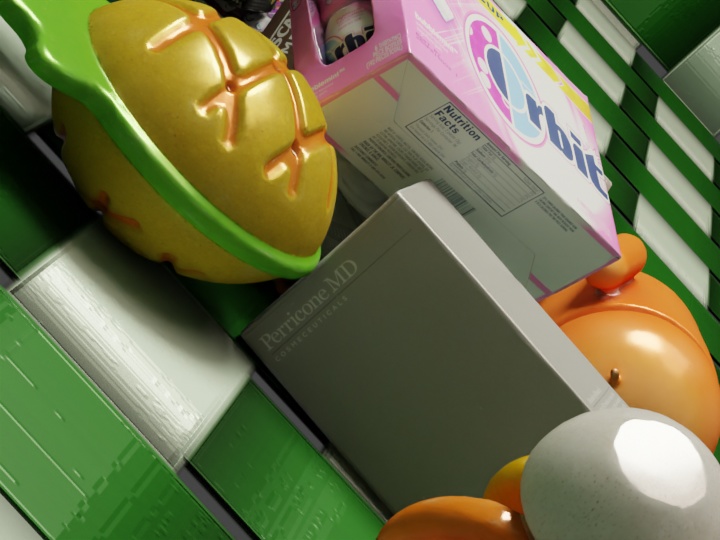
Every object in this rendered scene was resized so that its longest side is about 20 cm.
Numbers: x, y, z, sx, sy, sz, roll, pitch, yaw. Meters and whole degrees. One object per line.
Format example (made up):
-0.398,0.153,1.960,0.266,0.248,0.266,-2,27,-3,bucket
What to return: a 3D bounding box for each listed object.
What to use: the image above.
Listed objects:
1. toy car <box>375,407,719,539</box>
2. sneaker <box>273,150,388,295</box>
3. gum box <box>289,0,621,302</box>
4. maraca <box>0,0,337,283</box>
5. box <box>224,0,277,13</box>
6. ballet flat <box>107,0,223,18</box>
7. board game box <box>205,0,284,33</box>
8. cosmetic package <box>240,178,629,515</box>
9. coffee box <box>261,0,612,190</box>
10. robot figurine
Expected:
0.075,0.162,1.028,0.150,0.175,0.200,-13,55,-35,toy car
0.000,0.000,1.395,0.074,0.079,0.200,8,-29,49,sneaker
0.042,-0.083,1.362,0.200,0.066,0.114,41,30,-41,gum box
-0.087,-0.070,1.220,0.200,0.107,0.137,41,16,-25,maraca
-0.129,-0.199,1.425,0.200,0.044,0.160,30,6,1,box
-0.119,-0.126,1.388,0.200,0.069,0.069,39,16,-22,ballet flat
-0.094,-0.176,1.537,0.120,0.032,0.200,-20,60,-29,board game box
0.051,0.065,1.284,0.200,0.107,0.090,47,12,1,cosmetic package
0.029,-0.065,1.497,0.080,0.113,0.200,19,-19,51,coffee box
0.135,0.063,1.520,0.116,0.144,0.200,34,12,-8,robot figurine
